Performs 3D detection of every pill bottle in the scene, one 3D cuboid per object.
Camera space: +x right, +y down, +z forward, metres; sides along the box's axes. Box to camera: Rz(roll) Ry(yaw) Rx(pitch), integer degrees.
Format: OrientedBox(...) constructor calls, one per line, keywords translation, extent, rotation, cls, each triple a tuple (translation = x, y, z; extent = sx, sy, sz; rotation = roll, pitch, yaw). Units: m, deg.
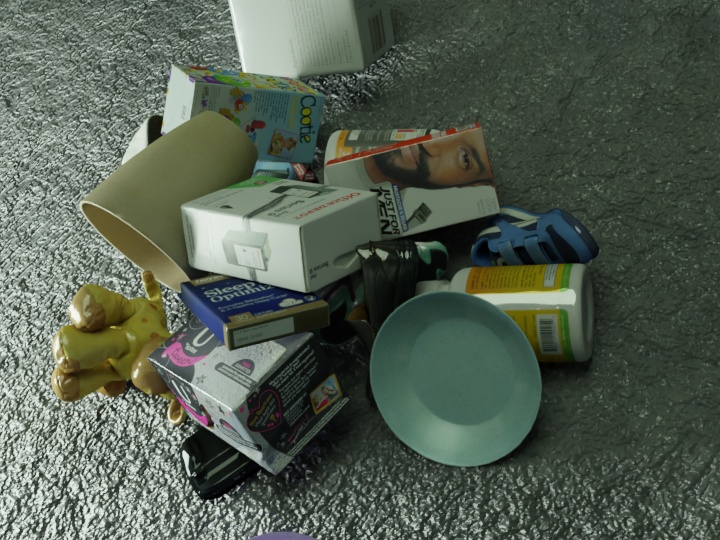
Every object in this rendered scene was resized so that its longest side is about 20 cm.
OrientedBox(translation=(0.164, 0.051, 1.245), extent=(0.198, 0.111, 0.112), rotation=(-2, 52, 20), cls="pill bottle")
OrientedBox(translation=(0.058, -0.129, 1.426), extent=(0.198, 0.117, 0.117), rotation=(1, 52, 12), cls="pill bottle")

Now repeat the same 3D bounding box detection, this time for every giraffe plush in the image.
OrientedBox(translation=(-0.269, 0.111, 1.365), extent=(0.161, 0.174, 0.199), rotation=(29, 32, 26), cls="giraffe plush")

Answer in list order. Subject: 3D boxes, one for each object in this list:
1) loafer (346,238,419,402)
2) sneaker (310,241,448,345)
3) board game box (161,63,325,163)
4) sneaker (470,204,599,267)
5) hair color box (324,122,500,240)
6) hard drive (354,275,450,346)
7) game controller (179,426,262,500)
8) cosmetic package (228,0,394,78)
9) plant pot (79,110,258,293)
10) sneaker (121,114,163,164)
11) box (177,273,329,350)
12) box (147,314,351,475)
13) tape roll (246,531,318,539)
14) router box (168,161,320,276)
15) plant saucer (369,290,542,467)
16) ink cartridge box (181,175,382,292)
OrientedBox(translation=(0.018, 0.059, 1.256), extent=(0.072, 0.202, 0.073), rotation=(4, 12, -11), cls="loafer")
OrientedBox(translation=(0.000, 0.000, 1.343), extent=(0.199, 0.078, 0.140), rotation=(-27, 37, -17), cls="sneaker")
OrientedBox(translation=(-0.167, -0.222, 1.527), extent=(0.198, 0.106, 0.103), rotation=(1, 22, -31), cls="board game box")
OrientedBox(translation=(0.206, -0.026, 1.287), extent=(0.082, 0.074, 0.200), rotation=(-42, 20, -18), cls="sneaker")
OrientedBox(translation=(0.065, -0.105, 1.335), extent=(0.198, 0.112, 0.064), rotation=(-14, 11, 5), cls="hair color box")
OrientedBox(translation=(0.009, 0.017, 1.394), extent=(0.132, 0.026, 0.200), rotation=(-41, 49, -13), cls="hard drive")
OrientedBox(translation=(-0.127, 0.193, 1.302), extent=(0.199, 0.042, 0.104), rotation=(-33, 33, -8), cls="game controller")
OrientedBox(translation=(-0.074, -0.394, 1.633), extent=(0.198, 0.168, 0.168), rotation=(-2, 24, 20), cls="cosmetic package")
OrientedBox(translation=(-0.226, -0.102, 1.391), extent=(0.186, 0.188, 0.201), rotation=(24, 69, 35), cls="plant pot")
OrientedBox(translation=(-0.329, -0.135, 1.640), extent=(0.084, 0.072, 0.202), rotation=(-30, 45, 44), cls="sneaker")
OrientedBox(translation=(-0.131, 0.033, 1.242), extent=(0.120, 0.033, 0.200), rotation=(-13, 21, -24), cls="box")
OrientedBox(translation=(-0.134, 0.125, 1.254), extent=(0.132, 0.115, 0.199), rotation=(-43, 35, -21), cls="box")
OrientedBox(translation=(-0.087, 0.377, 1.110), extent=(0.198, 0.066, 0.201), rotation=(-11, 50, 13), cls="tape roll")
OrientedBox(translation=(-0.158, -0.062, 1.499), extent=(0.149, 0.062, 0.201), rotation=(5, 55, 26), cls="router box")
OrientedBox(translation=(0.108, 0.117, 1.199), extent=(0.199, 0.203, 0.039), rotation=(1, 12, 23), cls="plant saucer")
OrientedBox(translation=(-0.092, -0.048, 1.283), extent=(0.199, 0.085, 0.146), rotation=(11, 26, 37), cls="ink cartridge box")
